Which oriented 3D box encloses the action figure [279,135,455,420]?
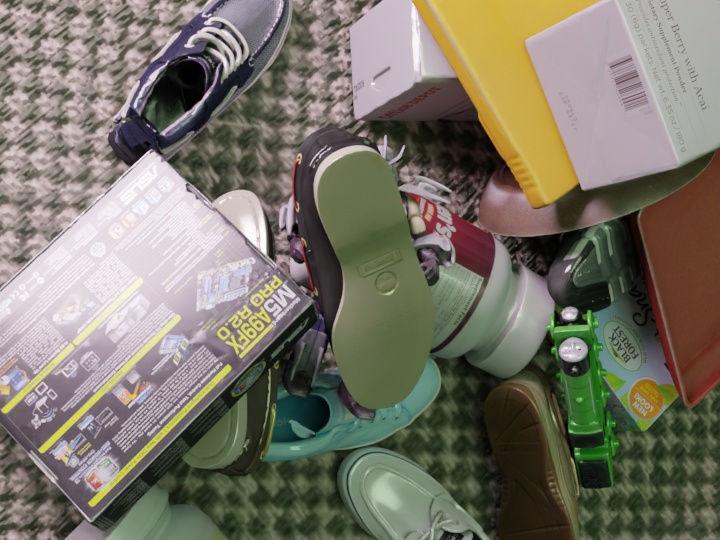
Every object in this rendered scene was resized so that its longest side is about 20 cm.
[{"bbox_3d":[0.000,0.000,0.878,0.129,0.069,0.201,12,107,-1],"label":"action figure"}]

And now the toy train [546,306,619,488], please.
[{"bbox_3d":[0.183,0.109,0.993,0.041,0.201,0.057,-5,46,15],"label":"toy train"}]

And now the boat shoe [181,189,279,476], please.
[{"bbox_3d":[-0.088,0.044,0.862,0.059,0.071,0.202,35,53,-57],"label":"boat shoe"}]

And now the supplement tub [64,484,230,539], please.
[{"bbox_3d":[-0.129,0.262,0.867,0.145,0.145,0.200,-45,100,-18],"label":"supplement tub"}]

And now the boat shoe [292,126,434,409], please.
[{"bbox_3d":[0.002,0.000,0.817,0.073,0.063,0.203,-18,119,-12],"label":"boat shoe"}]

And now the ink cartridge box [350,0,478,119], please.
[{"bbox_3d":[0.108,-0.177,0.991,0.198,0.145,0.084,-3,86,-20],"label":"ink cartridge box"}]

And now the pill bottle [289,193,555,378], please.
[{"bbox_3d":[0.052,0.003,0.979,0.199,0.109,0.110,28,76,-16],"label":"pill bottle"}]

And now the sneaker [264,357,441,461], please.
[{"bbox_3d":[-0.016,0.111,0.958,0.199,0.082,0.074,-17,91,-21],"label":"sneaker"}]

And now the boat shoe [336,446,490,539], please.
[{"bbox_3d":[0.067,0.216,0.985,0.200,0.065,0.074,40,77,-12],"label":"boat shoe"}]

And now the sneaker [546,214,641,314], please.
[{"bbox_3d":[0.189,-0.038,1.033,0.200,0.115,0.075,-40,128,-35],"label":"sneaker"}]

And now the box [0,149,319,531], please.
[{"bbox_3d":[-0.152,0.043,0.803,0.160,0.044,0.200,42,78,14],"label":"box"}]

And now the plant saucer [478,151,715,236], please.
[{"bbox_3d":[0.186,-0.086,0.989,0.199,0.200,0.032,-30,111,-20],"label":"plant saucer"}]

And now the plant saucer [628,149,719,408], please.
[{"bbox_3d":[0.306,-0.019,1.025,0.199,0.037,0.201,-36,121,-24],"label":"plant saucer"}]

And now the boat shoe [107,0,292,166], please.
[{"bbox_3d":[-0.112,-0.164,0.945,0.075,0.093,0.201,39,73,-12],"label":"boat shoe"}]

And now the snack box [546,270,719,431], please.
[{"bbox_3d":[0.265,0.026,1.085,0.200,0.053,0.143,-40,97,-20],"label":"snack box"}]

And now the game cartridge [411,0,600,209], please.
[{"bbox_3d":[0.146,-0.175,0.906,0.176,0.032,0.201,-34,99,-20],"label":"game cartridge"}]

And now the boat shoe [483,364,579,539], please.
[{"bbox_3d":[0.154,0.180,1.017,0.064,0.071,0.202,-31,116,-53],"label":"boat shoe"}]

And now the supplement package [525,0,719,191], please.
[{"bbox_3d":[0.244,-0.154,0.861,0.199,0.120,0.122,-25,95,-22],"label":"supplement package"}]
